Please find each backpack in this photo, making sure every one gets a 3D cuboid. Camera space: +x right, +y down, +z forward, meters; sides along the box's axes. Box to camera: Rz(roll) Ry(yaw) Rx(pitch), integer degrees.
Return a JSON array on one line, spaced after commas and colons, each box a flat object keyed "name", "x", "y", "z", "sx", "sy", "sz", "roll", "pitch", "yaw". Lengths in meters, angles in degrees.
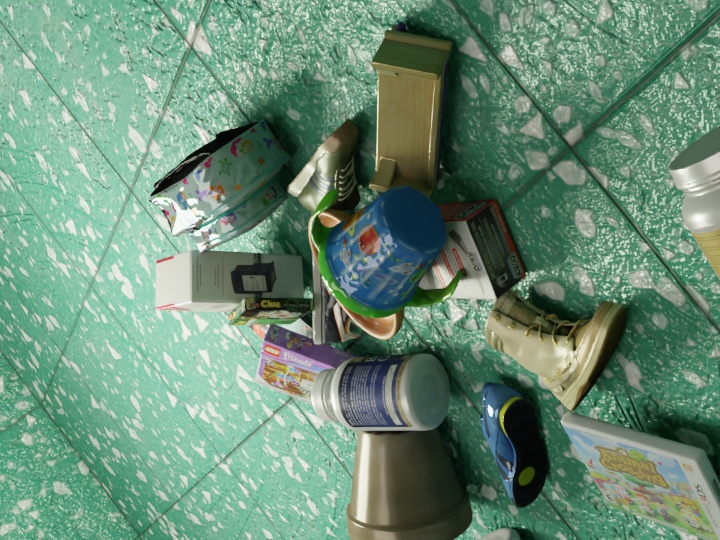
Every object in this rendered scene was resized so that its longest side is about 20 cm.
[{"name": "backpack", "x": -0.195, "y": -0.128, "z": 1.640, "sx": 0.151, "sy": 0.177, "sz": 0.200, "roll": 52, "pitch": 139, "yaw": -4}]

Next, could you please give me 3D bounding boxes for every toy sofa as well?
[{"name": "toy sofa", "x": 0.063, "y": -0.190, "z": 1.334, "sx": 0.082, "sy": 0.098, "sz": 0.201, "roll": 14, "pitch": 136, "yaw": 13}]

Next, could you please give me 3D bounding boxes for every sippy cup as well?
[{"name": "sippy cup", "x": 0.035, "y": -0.031, "z": 1.358, "sx": 0.130, "sy": 0.176, "sz": 0.141, "roll": -44, "pitch": 53, "yaw": 47}]

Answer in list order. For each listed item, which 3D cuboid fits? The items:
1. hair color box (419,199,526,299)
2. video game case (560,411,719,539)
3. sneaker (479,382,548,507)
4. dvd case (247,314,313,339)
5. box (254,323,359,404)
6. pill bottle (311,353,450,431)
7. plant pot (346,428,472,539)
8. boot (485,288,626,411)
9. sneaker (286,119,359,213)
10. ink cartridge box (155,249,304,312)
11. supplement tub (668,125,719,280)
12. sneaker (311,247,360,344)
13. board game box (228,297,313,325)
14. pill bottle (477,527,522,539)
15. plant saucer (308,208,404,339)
[{"name": "hair color box", "x": 0.109, "y": -0.025, "z": 1.435, "sx": 0.199, "sy": 0.064, "sz": 0.112, "roll": 1, "pitch": 120, "yaw": 55}, {"name": "video game case", "x": 0.360, "y": 0.259, "z": 1.370, "sx": 0.199, "sy": 0.022, "sz": 0.183, "roll": 11, "pitch": 143, "yaw": 49}, {"name": "sneaker", "x": 0.211, "y": 0.242, "z": 1.565, "sx": 0.078, "sy": 0.066, "sz": 0.202, "roll": 32, "pitch": 144, "yaw": 52}, {"name": "dvd case", "x": -0.138, "y": 0.092, "z": 1.925, "sx": 0.200, "sy": 0.022, "sz": 0.147, "roll": 39, "pitch": 146, "yaw": 26}, {"name": "box", "x": -0.069, "y": 0.170, "z": 1.809, "sx": 0.198, "sy": 0.039, "sz": 0.137, "roll": 21, "pitch": 144, "yaw": 2}, {"name": "pill bottle", "x": 0.025, "y": 0.184, "z": 1.663, "sx": 0.199, "sy": 0.111, "sz": 0.112, "roll": -7, "pitch": 116, "yaw": 39}, {"name": "plant pot", "x": 0.068, "y": 0.316, "z": 1.731, "sx": 0.199, "sy": 0.199, "sz": 0.175, "roll": 8, "pitch": 109, "yaw": 50}, {"name": "boot", "x": 0.231, "y": 0.071, "z": 1.350, "sx": 0.155, "sy": 0.073, "sz": 0.201, "roll": 38, "pitch": 152, "yaw": 18}, {"name": "sneaker", "x": -0.029, "y": -0.128, "z": 1.527, "sx": 0.090, "sy": 0.067, "sz": 0.200, "roll": 46, "pitch": 149, "yaw": -1}, {"name": "ink cartridge box", "x": -0.208, "y": 0.020, "z": 1.772, "sx": 0.144, "sy": 0.198, "sz": 0.085, "roll": -11, "pitch": 78, "yaw": 56}, {"name": "supplement tub", "x": 0.376, "y": -0.037, "z": 0.980, "sx": 0.201, "sy": 0.145, "sz": 0.145, "roll": 58, "pitch": 149, "yaw": -5}, {"name": "sneaker", "x": -0.035, "y": 0.011, "z": 1.661, "sx": 0.079, "sy": 0.079, "sz": 0.202, "roll": -96, "pitch": 4, "yaw": -71}, {"name": "board game box", "x": -0.141, "y": 0.064, "z": 1.713, "sx": 0.200, "sy": 0.104, "sz": 0.024, "roll": 148, "pitch": 119, "yaw": -74}, {"name": "pill bottle", "x": 0.246, "y": 0.512, "z": 1.723, "sx": 0.201, "sy": 0.115, "sz": 0.116, "roll": 56, "pitch": 149, "yaw": -4}, {"name": "plant saucer", "x": 0.000, "y": 0.000, "z": 1.529, "sx": 0.200, "sy": 0.037, "sz": 0.201, "roll": 45, "pitch": 155, "yaw": 28}]
